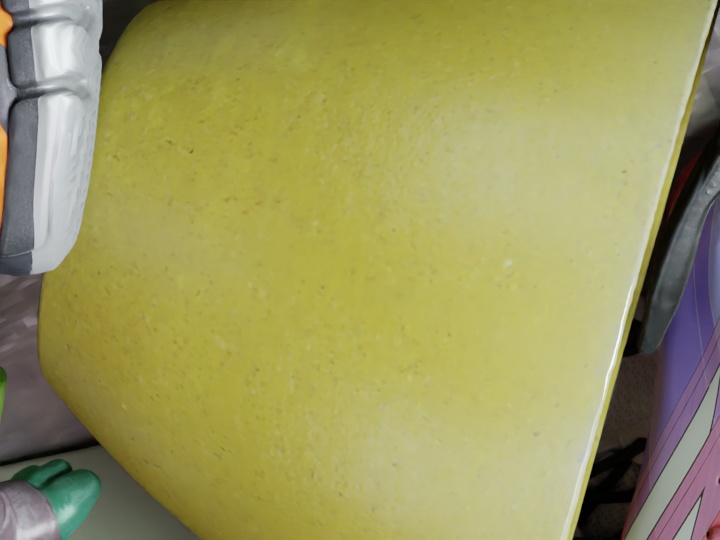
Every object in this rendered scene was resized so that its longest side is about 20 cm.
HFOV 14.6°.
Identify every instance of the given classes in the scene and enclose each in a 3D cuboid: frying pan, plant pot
[{"bbox_3d":[0.101,-0.048,0.707,0.031,0.115,0.191,11,108,3],"label":"frying pan"},{"bbox_3d":[0.000,0.000,0.716,0.141,0.200,0.201,15,127,7],"label":"plant pot"}]

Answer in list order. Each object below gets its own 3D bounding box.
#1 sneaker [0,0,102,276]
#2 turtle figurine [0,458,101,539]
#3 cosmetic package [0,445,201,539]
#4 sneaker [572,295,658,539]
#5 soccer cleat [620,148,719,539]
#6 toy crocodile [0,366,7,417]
[{"bbox_3d":[-0.117,-0.097,0.635,0.111,0.078,0.201,-4,94,-2],"label":"sneaker"},{"bbox_3d":[-0.130,0.031,0.668,0.100,0.150,0.200,-31,130,14],"label":"turtle figurine"},{"bbox_3d":[-0.094,0.115,0.841,0.199,0.073,0.104,-13,131,-6],"label":"cosmetic package"},{"bbox_3d":[0.093,0.087,0.861,0.075,0.088,0.200,-27,129,9],"label":"sneaker"},{"bbox_3d":[0.112,0.055,0.779,0.066,0.201,0.076,7,168,-14],"label":"soccer cleat"},{"bbox_3d":[-0.196,0.045,0.769,0.199,0.062,0.068,-5,129,-18],"label":"toy crocodile"}]
